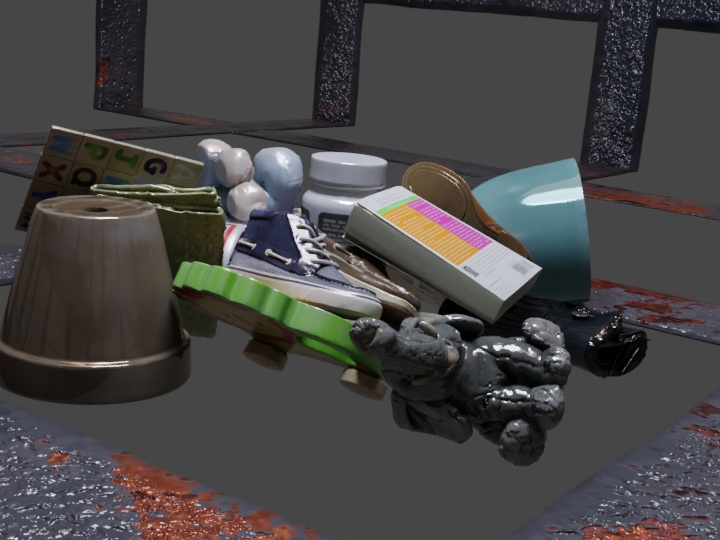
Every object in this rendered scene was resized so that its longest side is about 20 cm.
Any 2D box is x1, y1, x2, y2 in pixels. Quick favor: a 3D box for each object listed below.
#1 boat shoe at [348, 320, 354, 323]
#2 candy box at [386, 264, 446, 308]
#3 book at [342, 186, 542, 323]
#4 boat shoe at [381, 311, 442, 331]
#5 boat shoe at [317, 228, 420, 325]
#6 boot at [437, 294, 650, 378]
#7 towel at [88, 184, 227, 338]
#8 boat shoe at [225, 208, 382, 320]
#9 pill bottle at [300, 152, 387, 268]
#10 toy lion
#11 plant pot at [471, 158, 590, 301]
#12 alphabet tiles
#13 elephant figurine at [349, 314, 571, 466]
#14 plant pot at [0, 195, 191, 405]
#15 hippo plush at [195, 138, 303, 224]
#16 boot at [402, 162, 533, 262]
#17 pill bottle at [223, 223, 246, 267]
[{"bbox_3d":[-0.039,0.062,1.268,0.072,0.076,0.200,36,-9,-29],"label":"boat shoe"},{"bbox_3d":[0.093,0.005,1.446,0.115,0.055,0.200,38,-8,-35],"label":"candy box"},{"bbox_3d":[0.098,-0.026,1.272,0.200,0.048,0.134,32,29,16],"label":"book"},{"bbox_3d":[0.050,0.078,1.277,0.063,0.073,0.200,47,-18,-31],"label":"boat shoe"},{"bbox_3d":[-0.003,-0.003,1.271,0.202,0.075,0.075,24,-14,39],"label":"boat shoe"},{"bbox_3d":[0.211,0.070,1.278,0.200,0.077,0.168,4,8,-31],"label":"boot"},{"bbox_3d":[-0.220,-0.009,1.220,0.148,0.200,0.037,5,37,-1],"label":"towel"},{"bbox_3d":[-0.054,-0.010,1.154,0.200,0.093,0.075,13,-10,33],"label":"boat shoe"},{"bbox_3d":[-0.020,-0.042,1.400,0.114,0.201,0.114,5,13,-1],"label":"pill bottle"},{"bbox_3d":[-0.080,0.049,1.091,0.200,0.069,0.192,14,-17,30],"label":"toy lion"},{"bbox_3d":[0.227,-0.048,1.553,0.160,0.201,0.201,-6,13,5],"label":"plant pot"},{"bbox_3d":[-0.283,-0.055,1.207,0.167,0.200,0.008,12,34,-29],"label":"alphabet tiles"},{"bbox_3d":[0.079,0.089,1.008,0.199,0.155,0.142,13,35,-3],"label":"elephant figurine"},{"bbox_3d":[-0.268,0.020,1.113,0.199,0.174,0.200,3,14,-1],"label":"plant pot"},{"bbox_3d":[-0.148,-0.093,1.585,0.160,0.200,0.159,-10,44,-38],"label":"hippo plush"},{"bbox_3d":[0.136,-0.045,1.414,0.200,0.074,0.155,45,-1,15],"label":"boot"},{"bbox_3d":[-0.233,-0.010,1.344,0.199,0.114,0.114,8,14,14],"label":"pill bottle"}]
